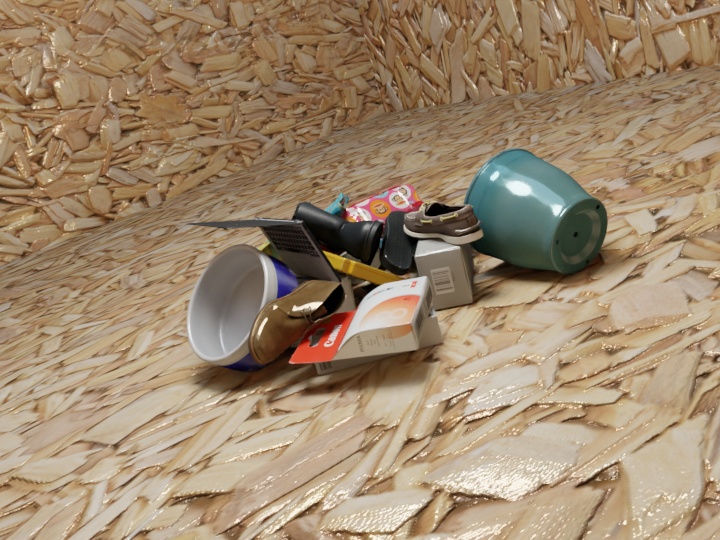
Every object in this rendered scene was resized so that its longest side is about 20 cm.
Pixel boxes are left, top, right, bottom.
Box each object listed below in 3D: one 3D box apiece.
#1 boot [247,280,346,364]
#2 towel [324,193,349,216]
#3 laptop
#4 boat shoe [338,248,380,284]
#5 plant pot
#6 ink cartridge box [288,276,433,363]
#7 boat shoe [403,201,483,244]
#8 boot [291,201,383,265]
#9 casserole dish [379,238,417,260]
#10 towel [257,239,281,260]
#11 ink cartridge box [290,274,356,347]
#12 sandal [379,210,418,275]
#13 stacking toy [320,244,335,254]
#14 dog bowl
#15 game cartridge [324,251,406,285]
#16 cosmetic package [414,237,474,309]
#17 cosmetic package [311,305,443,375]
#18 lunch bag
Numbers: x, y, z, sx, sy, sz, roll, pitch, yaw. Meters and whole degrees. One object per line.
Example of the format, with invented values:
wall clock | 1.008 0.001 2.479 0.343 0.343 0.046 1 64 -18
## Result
boot | -0.095 0.071 1.213 0.075 0.074 0.200 -7 25 39
towel | -0.108 -0.082 1.623 0.200 0.022 0.147 -38 10 11
laptop | -0.165 -0.032 1.354 0.116 0.201 0.187 -42 25 -21
boat shoe | -0.050 0.001 1.585 0.199 0.073 0.063 -28 23 -22
plant pot | 0.308 -0.087 1.360 0.199 0.201 0.188 -24 34 -24
ink cartridge box | 0.001 0.072 1.188 0.199 0.050 0.162 -7 22 16
boat shoe | 0.134 -0.089 1.361 0.072 0.060 0.200 -24 19 -23
boot | -0.047 -0.072 1.446 0.167 0.077 0.200 22 -7 2
casserole dish | 0.128 -0.047 1.570 0.199 0.039 0.121 -6 -8 27
towel | -0.191 0.008 1.495 0.018 0.086 0.200 7 38 43
ink cartridge box | -0.126 0.067 1.414 0.199 0.088 0.145 3 22 44
sandal | 0.065 -0.050 1.454 0.048 0.075 0.201 -53 7 33
stacking toy | -0.089 -0.038 1.636 0.085 0.086 0.200 -21 1 -16
dog bowl | -0.195 0.063 1.308 0.199 0.201 0.079 1 -19 44
game cartridge | 0.000 0.000 1.446 0.175 0.033 0.200 18 -2 -30
cosmetic package | 0.152 -0.018 1.404 0.090 0.107 0.200 -12 19 15
cosmetic package | 0.024 0.101 1.240 0.199 0.051 0.083 -15 16 3
lunch bag | 0.034 -0.083 1.670 0.199 0.082 0.177 -25 -24 -23
